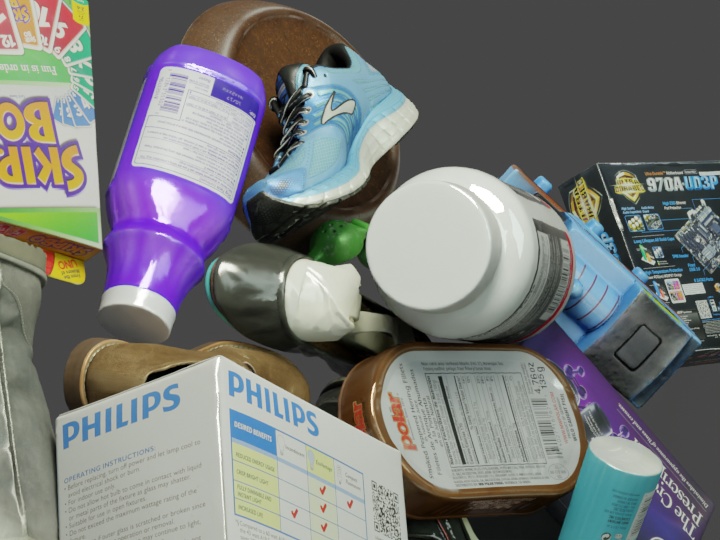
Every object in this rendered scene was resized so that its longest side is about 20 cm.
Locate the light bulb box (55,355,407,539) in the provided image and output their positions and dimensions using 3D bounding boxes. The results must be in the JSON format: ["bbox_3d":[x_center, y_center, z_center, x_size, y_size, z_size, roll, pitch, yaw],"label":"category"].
[{"bbox_3d":[-0.068,0.184,1.459,0.198,0.124,0.201,32,46,-50],"label":"light bulb box"}]

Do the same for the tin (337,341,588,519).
[{"bbox_3d":[0.070,0.101,1.636,0.200,0.042,0.112,2,62,-44],"label":"tin"}]

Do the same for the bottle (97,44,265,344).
[{"bbox_3d":[-0.119,-0.047,1.612,0.083,0.065,0.201,20,57,-11],"label":"bottle"}]

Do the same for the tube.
[{"bbox_3d":[0.146,0.208,1.672,0.077,0.201,0.050,-3,28,-42],"label":"tube"}]

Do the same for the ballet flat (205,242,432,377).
[{"bbox_3d":[-0.017,0.026,1.639,0.200,0.068,0.068,27,63,-52],"label":"ballet flat"}]

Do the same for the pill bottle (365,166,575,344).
[{"bbox_3d":[0.069,-0.009,1.651,0.111,0.110,0.200,69,14,10],"label":"pill bottle"}]

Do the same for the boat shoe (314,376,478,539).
[{"bbox_3d":[0.026,0.164,1.637,0.202,0.074,0.063,62,33,-5],"label":"boat shoe"}]

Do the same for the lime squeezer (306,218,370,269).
[{"bbox_3d":[0.000,0.000,1.718,0.200,0.038,0.071,-4,93,-47],"label":"lime squeezer"}]

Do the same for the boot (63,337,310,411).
[{"bbox_3d":[-0.086,0.079,1.553,0.200,0.075,0.074,8,85,-52],"label":"boot"}]

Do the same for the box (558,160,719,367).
[{"bbox_3d":[0.257,-0.006,1.990,0.200,0.046,0.160,-4,71,-46],"label":"box"}]

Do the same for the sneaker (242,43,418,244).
[{"bbox_3d":[-0.038,-0.087,1.671,0.090,0.078,0.200,53,32,-11],"label":"sneaker"}]

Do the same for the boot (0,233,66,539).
[{"bbox_3d":[-0.239,0.070,1.438,0.181,0.072,0.201,15,64,-39],"label":"boot"}]

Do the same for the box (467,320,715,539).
[{"bbox_3d":[0.142,0.150,1.763,0.200,0.079,0.141,48,45,-14],"label":"box"}]

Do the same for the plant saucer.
[{"bbox_3d":[-0.041,-0.104,1.756,0.200,0.034,0.201,24,53,-36],"label":"plant saucer"}]

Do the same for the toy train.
[{"bbox_3d":[0.152,0.007,1.818,0.200,0.087,0.114,42,5,-21],"label":"toy train"}]

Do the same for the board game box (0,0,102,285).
[{"bbox_3d":[-0.210,-0.093,1.585,0.095,0.030,0.201,16,59,-39],"label":"board game box"}]
